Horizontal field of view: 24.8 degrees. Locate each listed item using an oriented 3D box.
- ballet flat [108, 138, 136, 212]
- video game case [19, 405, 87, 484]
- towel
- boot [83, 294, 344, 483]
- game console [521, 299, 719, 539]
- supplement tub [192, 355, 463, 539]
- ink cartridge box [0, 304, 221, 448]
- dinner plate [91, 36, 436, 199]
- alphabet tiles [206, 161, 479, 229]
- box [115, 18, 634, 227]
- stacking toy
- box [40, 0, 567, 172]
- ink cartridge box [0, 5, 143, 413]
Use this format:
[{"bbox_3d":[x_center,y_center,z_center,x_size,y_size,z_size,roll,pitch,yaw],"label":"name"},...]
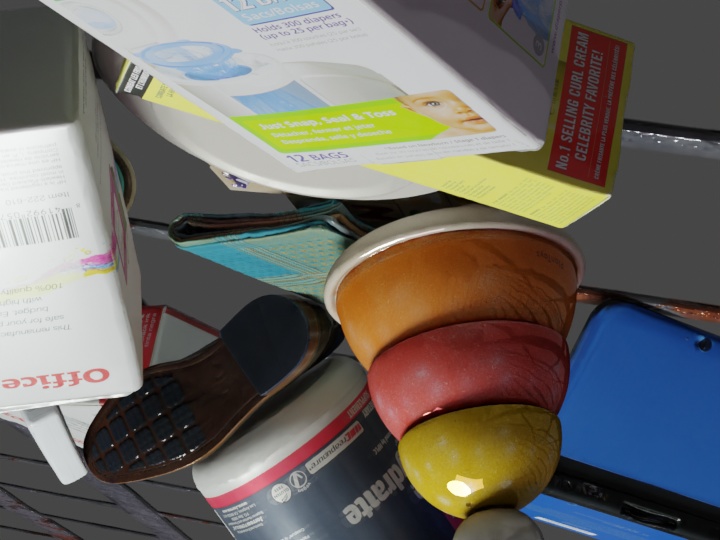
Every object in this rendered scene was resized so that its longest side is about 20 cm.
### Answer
[{"bbox_3d":[-0.214,-0.064,0.896,0.199,0.070,0.070,12,163,4],"label":"ballet flat"},{"bbox_3d":[-0.227,0.036,1.045,0.023,0.183,0.200,-25,167,-11],"label":"video game case"},{"bbox_3d":[0.000,0.000,0.993,0.146,0.022,0.199,-3,162,44],"label":"towel"},{"bbox_3d":[-0.092,0.082,1.107,0.200,0.075,0.097,-33,169,22],"label":"boot"},{"bbox_3d":[0.181,0.110,1.079,0.199,0.119,0.170,20,163,-23],"label":"game console"},{"bbox_3d":[-0.009,0.173,1.125,0.200,0.140,0.140,55,151,-7],"label":"supplement tub"},{"bbox_3d":[-0.185,0.090,1.298,0.199,0.084,0.144,-4,158,38],"label":"ink cartridge box"},{"bbox_3d":[-0.032,-0.073,0.777,0.199,0.024,0.200,12,158,5],"label":"dinner plate"},{"bbox_3d":[-0.005,-0.051,0.873,0.166,0.008,0.200,6,161,18],"label":"alphabet tiles"},{"bbox_3d":[0.008,-0.082,0.659,0.199,0.076,0.050,18,162,-15],"label":"box"},{"bbox_3d":[0.059,0.079,0.866,0.145,0.201,0.146,-5,153,-2],"label":"stacking toy"},{"bbox_3d":[-0.029,-0.120,0.517,0.112,0.102,0.200,-2,158,37],"label":"box"},{"bbox_3d":[-0.189,-0.021,0.792,0.144,0.085,0.201,-6,139,-2],"label":"ink cartridge box"}]
